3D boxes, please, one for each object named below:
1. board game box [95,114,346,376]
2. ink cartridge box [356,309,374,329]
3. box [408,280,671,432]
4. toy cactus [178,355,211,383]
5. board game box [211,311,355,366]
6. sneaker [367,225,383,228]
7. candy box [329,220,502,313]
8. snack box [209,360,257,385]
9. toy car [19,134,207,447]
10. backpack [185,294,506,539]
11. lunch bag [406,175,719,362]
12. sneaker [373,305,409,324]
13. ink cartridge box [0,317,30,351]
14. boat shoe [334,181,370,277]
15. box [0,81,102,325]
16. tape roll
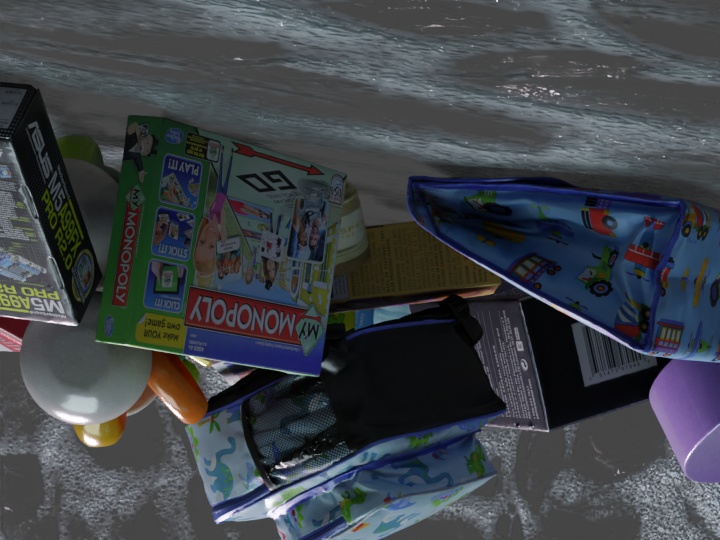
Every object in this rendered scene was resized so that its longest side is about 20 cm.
[{"bbox_3d":[-0.081,-0.011,1.415,0.029,0.135,0.200,5,176,33],"label":"board game box"},{"bbox_3d":[0.049,0.051,2.051,0.199,0.126,0.128,10,-178,-26],"label":"ink cartridge box"},{"bbox_3d":[0.149,0.055,1.797,0.147,0.105,0.200,-15,-175,-25],"label":"box"},{"bbox_3d":[-0.155,0.016,1.692,0.102,0.201,0.165,-19,-158,-12],"label":"toy cactus"},{"bbox_3d":[-0.066,0.054,1.857,0.101,0.048,0.200,-1,179,-7],"label":"board game box"},{"bbox_3d":[-0.032,-0.011,1.860,0.199,0.074,0.112,0,174,-8],"label":"sneaker"},{"bbox_3d":[0.000,0.000,1.670,0.199,0.057,0.117,-5,176,1],"label":"candy box"},{"bbox_3d":[-0.070,0.054,1.651,0.072,0.024,0.200,-19,173,-1],"label":"snack box"},{"bbox_3d":[-0.143,0.008,1.482,0.149,0.201,0.175,-9,179,1],"label":"toy car"},{"bbox_3d":[-0.016,0.122,1.632,0.199,0.148,0.183,-24,171,39],"label":"backpack"},{"bbox_3d":[0.129,-0.013,1.425,0.199,0.095,0.150,16,-177,29],"label":"lunch bag"},{"bbox_3d":[0.104,0.021,1.955,0.199,0.082,0.074,-20,-161,-17],"label":"sneaker"},{"bbox_3d":[-0.314,-0.023,1.649,0.199,0.083,0.146,31,169,-18],"label":"ink cartridge box"},{"bbox_3d":[-0.085,-0.043,1.587,0.200,0.063,0.073,12,-149,32],"label":"boat shoe"},{"bbox_3d":[-0.265,-0.045,1.340,0.199,0.044,0.161,6,140,17],"label":"box"},{"bbox_3d":[0.317,0.081,1.702,0.199,0.066,0.200,-20,157,-9],"label":"tape roll"}]
